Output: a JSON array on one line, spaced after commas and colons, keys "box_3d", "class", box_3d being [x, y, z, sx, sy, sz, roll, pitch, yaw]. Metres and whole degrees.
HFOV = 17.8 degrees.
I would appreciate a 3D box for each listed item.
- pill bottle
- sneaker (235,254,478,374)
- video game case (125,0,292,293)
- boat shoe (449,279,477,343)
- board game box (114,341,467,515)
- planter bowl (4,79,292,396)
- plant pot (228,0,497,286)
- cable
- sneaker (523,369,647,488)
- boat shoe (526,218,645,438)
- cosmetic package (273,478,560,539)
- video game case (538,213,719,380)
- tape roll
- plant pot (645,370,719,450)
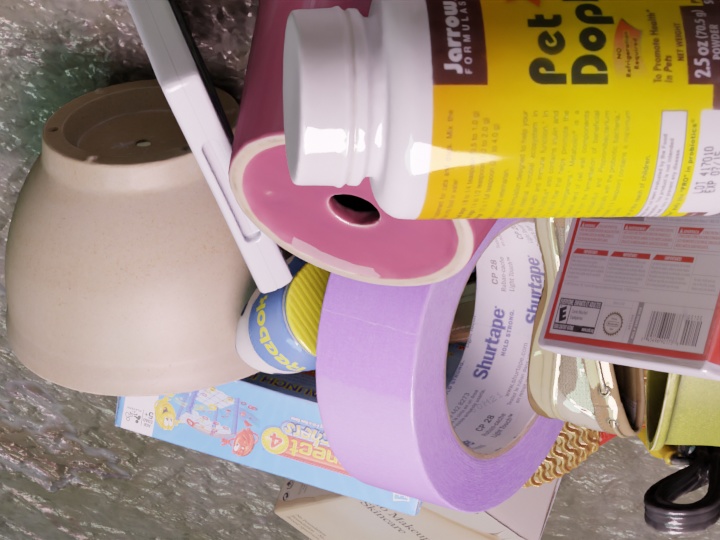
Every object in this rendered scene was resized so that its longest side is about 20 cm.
[{"box_3d": [0.068, -0.077, 1.024, 0.200, 0.109, 0.109, -1, 152, -8], "class": "pill bottle"}, {"box_3d": [0.000, 0.000, 1.348, 0.082, 0.200, 0.074, -29, 92, 45], "class": "sneaker"}, {"box_3d": [-0.097, -0.112, 1.239, 0.023, 0.200, 0.182, -24, 143, -1], "class": "video game case"}, {"box_3d": [0.122, 0.030, 1.408, 0.071, 0.065, 0.200, -4, 173, -45], "class": "boat shoe"}, {"box_3d": [-0.029, 0.066, 1.472, 0.200, 0.196, 0.056, 16, 113, 11], "class": "board game box"}, {"box_3d": [-0.124, -0.032, 1.391, 0.200, 0.200, 0.135, 8, 123, 23], "class": "planter bowl"}, {"box_3d": [0.023, -0.099, 1.165, 0.200, 0.179, 0.200, 16, 150, 9], "class": "plant pot"}, {"box_3d": [0.220, 0.127, 1.446, 0.097, 0.200, 0.050, 6, 114, 5], "class": "cable"}, {"box_3d": [0.167, 0.062, 1.466, 0.200, 0.090, 0.075, -23, 116, 20], "class": "sneaker"}, {"box_3d": [0.136, -0.006, 1.276, 0.063, 0.073, 0.201, 16, 110, 31], "class": "boat shoe"}, {"box_3d": [0.041, 0.162, 1.707, 0.104, 0.073, 0.200, 37, 149, -26], "class": "cosmetic package"}, {"box_3d": [0.155, -0.051, 1.106, 0.017, 0.200, 0.143, 18, 175, -27], "class": "video game case"}, {"box_3d": [0.058, 0.032, 1.293, 0.066, 0.200, 0.200, 14, 152, 32], "class": "tape roll"}, {"box_3d": [0.256, 0.004, 1.200, 0.193, 0.200, 0.200, 6, 150, 3], "class": "plant pot"}]
